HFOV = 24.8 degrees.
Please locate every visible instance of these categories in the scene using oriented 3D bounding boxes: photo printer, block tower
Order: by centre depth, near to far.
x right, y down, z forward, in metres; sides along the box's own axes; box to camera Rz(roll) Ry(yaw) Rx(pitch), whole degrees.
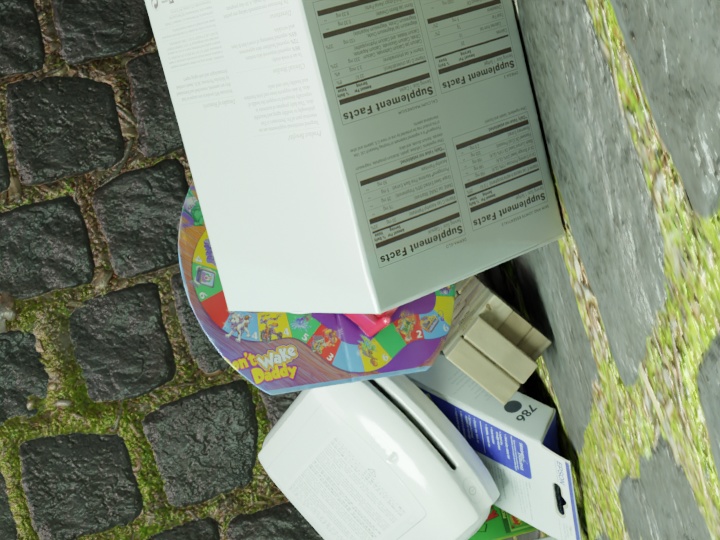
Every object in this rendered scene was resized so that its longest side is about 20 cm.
[{"bbox_3d":[0.083,0.039,1.172,0.058,0.054,0.200,40,-176,-11],"label":"block tower"},{"bbox_3d":[0.013,0.149,1.238,0.166,0.069,0.200,47,150,6],"label":"photo printer"}]

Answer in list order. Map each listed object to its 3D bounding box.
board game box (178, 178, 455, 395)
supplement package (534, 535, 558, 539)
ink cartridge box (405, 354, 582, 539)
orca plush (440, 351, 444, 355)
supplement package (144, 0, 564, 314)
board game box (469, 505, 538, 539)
[{"bbox_3d":[-0.016,-0.008,1.053,0.039,0.199,0.159,-35,65,57],"label":"board game box"},{"bbox_3d":[0.127,0.315,1.236,0.120,0.121,0.200,-109,5,-48],"label":"supplement package"},{"bbox_3d":[0.092,0.125,1.209,0.200,0.039,0.100,27,142,38],"label":"ink cartridge box"},{"bbox_3d":[0.070,0.079,1.304,0.200,0.105,0.071,48,124,15],"label":"orca plush"},{"bbox_3d":[-0.004,-0.092,0.949,0.152,0.150,0.201,-1,106,53],"label":"supplement package"},{"bbox_3d":[0.080,0.127,1.359,0.048,0.101,0.201,70,-175,-85],"label":"board game box"}]
